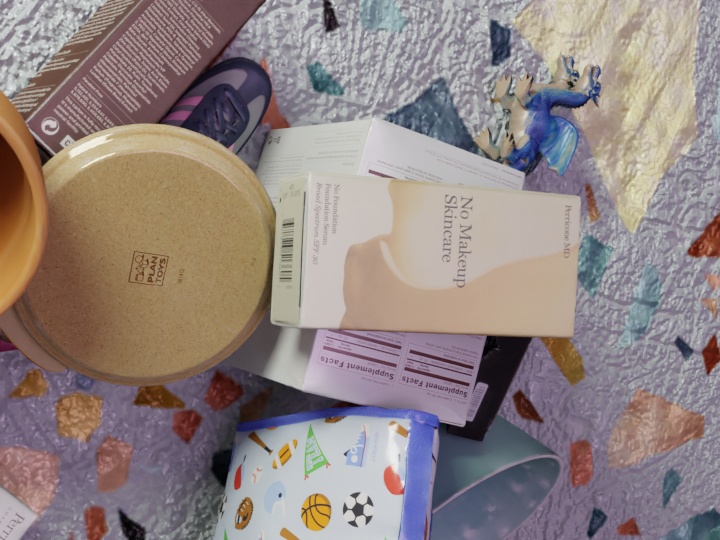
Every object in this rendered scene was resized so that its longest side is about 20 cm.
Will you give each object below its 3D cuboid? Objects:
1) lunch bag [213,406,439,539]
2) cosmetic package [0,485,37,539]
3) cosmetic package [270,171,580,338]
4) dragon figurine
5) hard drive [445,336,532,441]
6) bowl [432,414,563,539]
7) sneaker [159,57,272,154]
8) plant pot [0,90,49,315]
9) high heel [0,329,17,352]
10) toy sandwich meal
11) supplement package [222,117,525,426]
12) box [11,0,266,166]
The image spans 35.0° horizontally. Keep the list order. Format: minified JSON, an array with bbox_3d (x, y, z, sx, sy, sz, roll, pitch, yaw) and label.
[{"bbox_3d":[-0.016,0.196,0.850,0.124,0.200,0.170,21,65,-30],"label":"lunch bag"},{"bbox_3d":[-0.337,0.150,0.776,0.200,0.081,0.113,43,70,-26],"label":"cosmetic package"},{"bbox_3d":[0.045,-0.008,0.775,0.200,0.071,0.105,2,90,-21],"label":"cosmetic package"},{"bbox_3d":[0.167,-0.123,1.082,0.099,0.059,0.200,22,81,-31],"label":"dragon figurine"},{"bbox_3d":[0.106,0.028,0.961,0.038,0.200,0.140,14,121,-8],"label":"hard drive"},{"bbox_3d":[0.065,0.185,0.991,0.201,0.105,0.201,-26,148,-17],"label":"bowl"},{"bbox_3d":[-0.129,-0.091,0.885,0.200,0.082,0.070,-50,117,-19],"label":"sneaker"},{"bbox_3d":[-0.289,-0.067,0.679,0.200,0.140,0.200,-8,127,-11],"label":"plant pot"},{"bbox_3d":[-0.216,0.029,0.832,0.200,0.096,0.067,-2,96,-32],"label":"high heel"},{"bbox_3d":[-0.154,-0.009,0.785,0.205,0.070,0.205,-5,110,-15],"label":"toy sandwich meal"},{"bbox_3d":[0.000,0.000,0.906,0.147,0.191,0.200,17,86,-28],"label":"supplement package"},{"bbox_3d":[-0.172,-0.153,0.843,0.075,0.100,0.200,45,72,-27],"label":"box"}]
